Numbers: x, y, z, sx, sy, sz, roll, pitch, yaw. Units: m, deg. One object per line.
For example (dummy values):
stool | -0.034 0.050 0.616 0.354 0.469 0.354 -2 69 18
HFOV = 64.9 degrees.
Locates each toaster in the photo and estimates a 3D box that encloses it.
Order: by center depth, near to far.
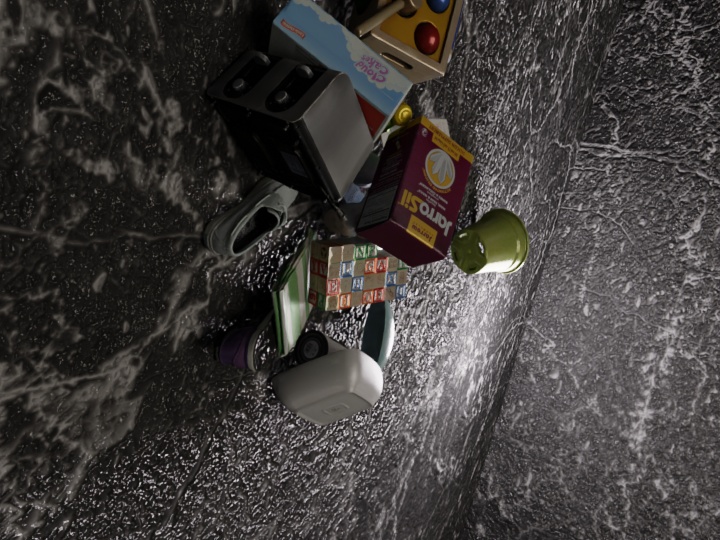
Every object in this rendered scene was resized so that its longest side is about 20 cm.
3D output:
toaster | -0.089 -0.198 0.802 0.120 0.178 0.201 -54 147 -17

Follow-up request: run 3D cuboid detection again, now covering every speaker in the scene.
speaker | -0.060 0.190 1.200 0.083 0.080 0.200 -64 150 -9

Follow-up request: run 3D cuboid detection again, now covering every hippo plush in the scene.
hippo plush | 0.035 -0.139 1.032 0.159 0.195 0.165 -20 119 -79

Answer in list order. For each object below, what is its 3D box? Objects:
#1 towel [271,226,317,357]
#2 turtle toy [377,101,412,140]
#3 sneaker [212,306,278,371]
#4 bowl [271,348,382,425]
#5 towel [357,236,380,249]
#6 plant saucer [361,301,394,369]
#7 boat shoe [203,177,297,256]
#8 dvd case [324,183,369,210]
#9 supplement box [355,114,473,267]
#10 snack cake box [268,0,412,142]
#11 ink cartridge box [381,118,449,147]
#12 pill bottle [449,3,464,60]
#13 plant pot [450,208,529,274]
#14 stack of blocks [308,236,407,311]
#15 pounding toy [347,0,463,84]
towel | -0.112 0.036 1.009 0.202 0.023 0.156 -69 162 -53
turtle toy | -0.013 -0.293 0.942 0.101 0.146 0.199 -46 130 4
sneaker | -0.185 0.103 0.953 0.200 0.085 0.078 -50 143 -77
bowl | -0.056 0.240 1.121 0.200 0.196 0.076 50 20 -56
towel | 0.065 -0.115 1.247 0.198 0.047 0.175 -18 127 -55
plant saucer | 0.043 0.151 1.270 0.201 0.038 0.207 -169 -91 -80
boat shoe | -0.151 -0.083 0.883 0.201 0.070 0.071 -45 143 -37
dvd case | -0.033 -0.188 1.076 0.145 0.017 0.201 -61 149 -17
supplement box | 0.092 -0.130 0.948 0.129 0.102 0.204 29 68 -28
snack cake box | -0.034 -0.278 0.804 0.068 0.198 0.115 -55 -174 -18
ink cartridge box | 0.127 -0.260 1.218 0.198 0.066 0.120 -22 101 -54
pill bottle | 0.144 -0.514 1.084 0.110 0.109 0.205 -7 114 -58
plant pot | 0.375 -0.072 1.700 0.182 0.198 0.205 -16 122 -42
stack of blocks | 0.000 0.000 1.065 0.197 0.058 0.118 -6 107 -39
pounding toy | 0.063 -0.415 0.922 0.196 0.141 0.189 16 88 -30
